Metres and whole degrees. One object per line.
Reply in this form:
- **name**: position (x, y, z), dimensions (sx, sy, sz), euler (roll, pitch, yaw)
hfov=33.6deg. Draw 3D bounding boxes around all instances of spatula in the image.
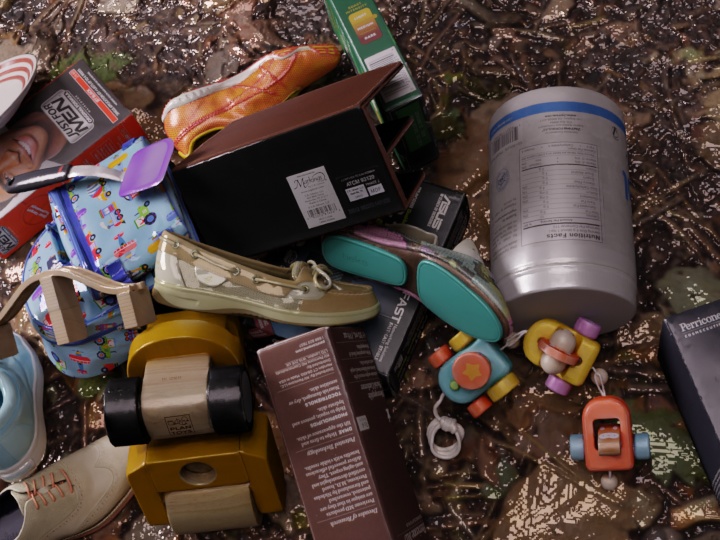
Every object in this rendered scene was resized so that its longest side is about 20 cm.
- **spatula**: position (-0.252, -0.089, 1.099), dimensions (0.199, 0.021, 0.057), euler (-3, 56, 26)

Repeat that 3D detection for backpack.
- **backpack**: position (-0.240, -0.005, 1.140), dimensions (0.199, 0.135, 0.183), euler (-29, 53, 5)

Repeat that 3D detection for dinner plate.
- **dinner plate**: position (-0.417, -0.157, 1.263), dimensions (0.199, 0.024, 0.201), euler (-25, 32, 17)

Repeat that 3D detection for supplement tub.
- **supplement tub**: position (0.182, -0.052, 1.086), dimensions (0.131, 0.132, 0.202), euler (-3, 67, 10)

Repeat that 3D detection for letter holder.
- **letter holder**: position (-0.045, -0.101, 1.091), dimensions (0.199, 0.101, 0.142), euler (-15, 21, 26)

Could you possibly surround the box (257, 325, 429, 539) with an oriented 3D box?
- **box**: position (-0.013, 0.151, 1.015), dimensions (0.074, 0.100, 0.202), euler (-18, 83, 16)

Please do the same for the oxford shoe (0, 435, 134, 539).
- **oxford shoe**: position (-0.279, 0.212, 1.090), dimensions (0.200, 0.074, 0.071), euler (-39, 65, -7)

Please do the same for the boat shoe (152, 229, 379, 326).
- **boat shoe**: position (-0.079, 0.008, 1.041), dimensions (0.199, 0.073, 0.064), euler (7, 98, -3)

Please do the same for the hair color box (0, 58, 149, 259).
- **hair color box**: position (-0.334, -0.118, 1.252), dimensions (0.200, 0.061, 0.102), euler (-41, 66, -8)

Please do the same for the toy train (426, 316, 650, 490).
- **toy train**: position (0.150, 0.116, 1.035), dimensions (0.198, 0.056, 0.152), euler (0, 92, 15)

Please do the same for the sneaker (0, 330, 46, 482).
- **sneaker**: position (-0.345, 0.102, 1.121), dimensions (0.074, 0.082, 0.200), euler (-31, 43, -5)

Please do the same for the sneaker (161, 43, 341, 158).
- **sneaker**: position (-0.106, -0.175, 1.241), dimensions (0.199, 0.073, 0.078), euler (-27, 86, 3)

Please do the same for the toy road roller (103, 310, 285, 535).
- **toy road roller**: position (-0.140, 0.123, 1.055), dimensions (0.122, 0.201, 0.147), euler (-7, 41, 4)

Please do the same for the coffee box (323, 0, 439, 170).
- **coffee box**: position (0.015, -0.213, 1.193), dimensions (0.044, 0.123, 0.201), euler (-25, 63, 0)

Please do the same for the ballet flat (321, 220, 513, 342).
- **ballet flat**: position (0.059, -0.006, 1.054), dimensions (0.199, 0.069, 0.071), euler (24, 47, 26)

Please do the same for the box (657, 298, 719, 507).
- **box**: position (0.376, 0.105, 0.994), dimensions (0.199, 0.104, 0.183), euler (-18, 66, 2)

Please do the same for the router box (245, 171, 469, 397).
- **router box**: position (0.000, 0.000, 1.135), dimensions (0.149, 0.062, 0.201), euler (18, 71, 16)

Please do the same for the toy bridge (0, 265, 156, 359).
- **toy bridge**: position (-0.263, 0.031, 1.054), dimensions (0.199, 0.027, 0.068), euler (-14, 92, 32)
